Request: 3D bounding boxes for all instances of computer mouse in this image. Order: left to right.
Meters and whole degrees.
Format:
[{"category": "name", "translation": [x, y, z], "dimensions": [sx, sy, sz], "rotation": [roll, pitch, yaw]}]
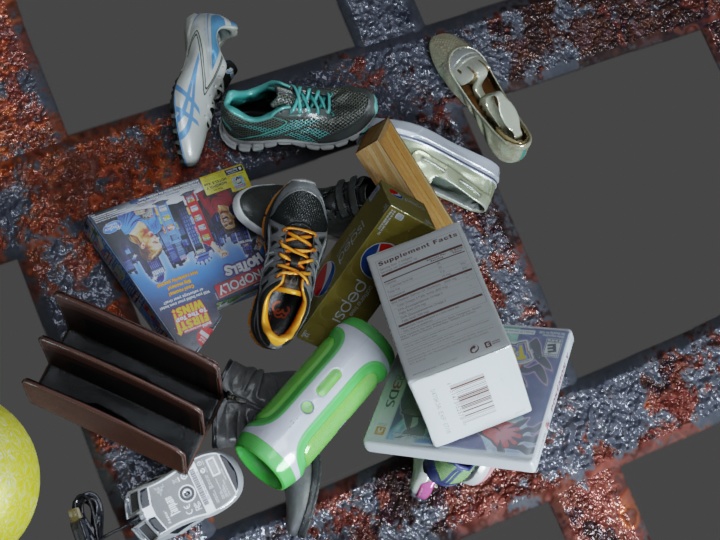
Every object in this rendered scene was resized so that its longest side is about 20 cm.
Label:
[{"category": "computer mouse", "translation": [-0.224, 0.270, 1.507], "dimensions": [0.199, 0.044, 0.110], "rotation": [-23, 77, -13]}]

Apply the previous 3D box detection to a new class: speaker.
[{"category": "speaker", "translation": [-0.049, 0.147, 1.500], "dimensions": [0.088, 0.088, 0.200], "rotation": [43, 67, -1]}]

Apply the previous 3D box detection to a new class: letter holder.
[{"category": "letter holder", "translation": [-0.259, 0.120, 1.461], "dimensions": [0.199, 0.142, 0.101], "rotation": [24, 67, 5]}]

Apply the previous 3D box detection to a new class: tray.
[{"category": "tray", "translation": [0.066, -0.080, 1.623], "dimensions": [0.037, 0.099, 0.201], "rotation": [-29, 105, 19]}]

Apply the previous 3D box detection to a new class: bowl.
[{"category": "bowl", "translation": [-0.441, 0.219, 1.427], "dimensions": [0.198, 0.108, 0.202], "rotation": [4, 74, -13]}]

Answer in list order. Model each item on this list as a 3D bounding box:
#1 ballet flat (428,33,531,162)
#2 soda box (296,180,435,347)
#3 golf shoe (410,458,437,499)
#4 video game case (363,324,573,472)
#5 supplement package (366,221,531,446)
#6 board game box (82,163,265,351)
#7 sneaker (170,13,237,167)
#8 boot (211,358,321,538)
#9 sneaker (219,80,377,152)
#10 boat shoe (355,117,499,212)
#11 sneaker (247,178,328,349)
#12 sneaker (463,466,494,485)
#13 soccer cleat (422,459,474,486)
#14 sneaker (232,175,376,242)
[{"category": "ballet flat", "translation": [0.162, -0.234, 1.737], "dimensions": [0.067, 0.062, 0.201], "rotation": [-32, 85, -21]}, {"category": "soda box", "translation": [0.000, 0.000, 1.562], "dimensions": [0.067, 0.064, 0.201], "rotation": [26, 113, -25]}, {"category": "golf shoe", "translation": [0.075, 0.172, 1.605], "dimensions": [0.091, 0.075, 0.202], "rotation": [15, 64, -2]}, {"category": "video game case", "translation": [0.121, 0.133, 1.492], "dimensions": [0.198, 0.023, 0.183], "rotation": [4, 50, 25]}, {"category": "supplement package", "translation": [0.094, 0.067, 1.466], "dimensions": [0.116, 0.117, 0.201], "rotation": [-21, 43, 3]}, {"category": "board game box", "translation": [-0.196, 0.002, 1.576], "dimensions": [0.199, 0.062, 0.201], "rotation": [-20, 84, -21]}, {"category": "sneaker", "translation": [-0.190, -0.222, 1.632], "dimensions": [0.072, 0.072, 0.202], "rotation": [6, 73, 2]}, {"category": "boot", "translation": [-0.111, 0.207, 1.550], "dimensions": [0.130, 0.070, 0.202], "rotation": [5, 66, -8]}, {"category": "sneaker", "translation": [-0.079, -0.192, 1.617], "dimensions": [0.198, 0.091, 0.078], "rotation": [-9, 69, 3]}, {"category": "boat shoe", "translation": [0.084, -0.133, 1.683], "dimensions": [0.198, 0.072, 0.063], "rotation": [19, 66, -12]}, {"category": "sneaker", "translation": [-0.077, -0.003, 1.521], "dimensions": [0.077, 0.077, 0.202], "rotation": [9, 95, -11]}, {"category": "sneaker", "translation": [0.182, 0.177, 1.607], "dimensions": [0.104, 0.075, 0.202], "rotation": [32, 58, -24]}, {"category": "soccer cleat", "translation": [0.123, 0.150, 1.535], "dimensions": [0.064, 0.084, 0.202], "rotation": [23, 63, -14]}, {"category": "sneaker", "translation": [-0.049, -0.081, 1.585], "dimensions": [0.199, 0.099, 0.071], "rotation": [7, 66, -36]}]
